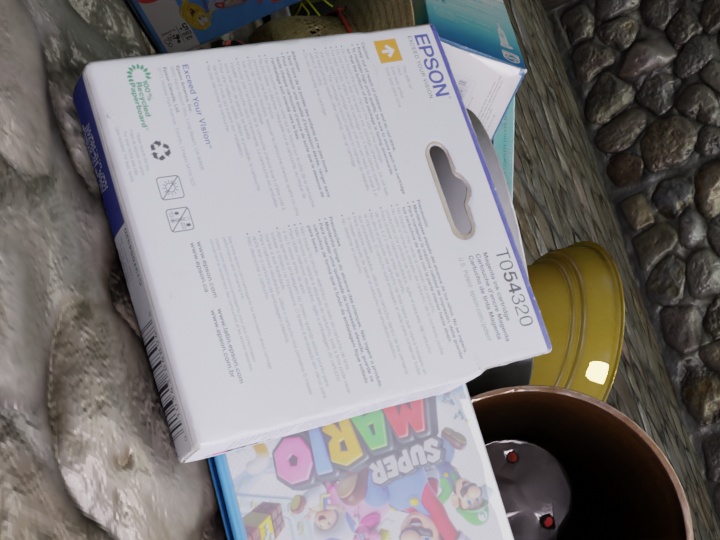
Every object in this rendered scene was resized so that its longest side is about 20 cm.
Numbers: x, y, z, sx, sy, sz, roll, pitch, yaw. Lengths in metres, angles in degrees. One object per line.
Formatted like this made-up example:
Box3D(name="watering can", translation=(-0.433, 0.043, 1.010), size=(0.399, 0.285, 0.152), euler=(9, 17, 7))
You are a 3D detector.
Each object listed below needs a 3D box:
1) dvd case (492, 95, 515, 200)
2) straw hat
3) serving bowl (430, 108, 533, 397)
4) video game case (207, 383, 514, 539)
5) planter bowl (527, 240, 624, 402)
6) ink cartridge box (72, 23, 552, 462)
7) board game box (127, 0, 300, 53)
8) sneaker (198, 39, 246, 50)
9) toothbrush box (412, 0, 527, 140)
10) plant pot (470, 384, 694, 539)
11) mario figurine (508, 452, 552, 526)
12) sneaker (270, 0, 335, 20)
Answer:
Box3D(name="dvd case", translation=(0.127, -0.072, 1.180), size=(0.200, 0.022, 0.146), euler=(45, 47, -83))
Box3D(name="straw hat", translation=(-0.036, -0.136, 0.879), size=(0.201, 0.085, 0.201), euler=(-178, -90, -71))
Box3D(name="serving bowl", translation=(0.055, -0.006, 0.855), size=(0.200, 0.066, 0.200), euler=(169, -90, -84))
Box3D(name="video game case", translation=(-0.007, 0.084, 0.645), size=(0.018, 0.143, 0.200), euler=(133, -56, -60))
Box3D(name="planter bowl", translation=(0.154, 0.061, 1.174), size=(0.083, 0.200, 0.200), euler=(14, 43, -19))
Box3D(name="ink cartridge box", translation=(-0.023, -0.022, 0.648), size=(0.043, 0.200, 0.196), euler=(-41, -116, 59))
Box3D(name="board game box", translation=(-0.037, -0.233, 0.812), size=(0.196, 0.200, 0.056), euler=(-85, 150, -57))
Box3D(name="sneaker", translation=(-0.039, -0.045, 0.781), size=(0.200, 0.078, 0.082), euler=(70, 16, 6))
Box3D(name="toothbrush box", translation=(0.061, -0.157, 1.073), size=(0.085, 0.146, 0.200), euler=(19, 30, -11))
Box3D(name="plant pot", translation=(0.107, 0.166, 0.845), size=(0.200, 0.187, 0.187), euler=(42, 27, -85))
Box3D(name="mario figurine", translation=(0.114, 0.149, 1.072), size=(0.123, 0.106, 0.200), euler=(-24, 80, -38))
Box3D(name="sneaker", translation=(-0.029, -0.209, 1.011), size=(0.200, 0.085, 0.074), euler=(60, 19, -26))
